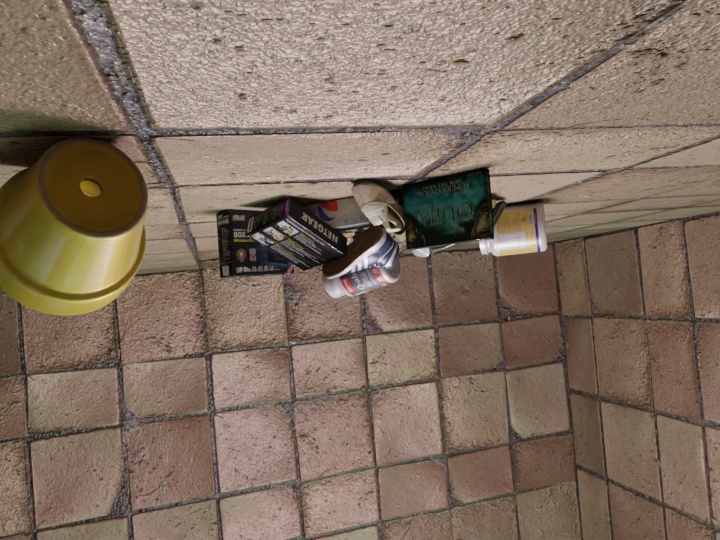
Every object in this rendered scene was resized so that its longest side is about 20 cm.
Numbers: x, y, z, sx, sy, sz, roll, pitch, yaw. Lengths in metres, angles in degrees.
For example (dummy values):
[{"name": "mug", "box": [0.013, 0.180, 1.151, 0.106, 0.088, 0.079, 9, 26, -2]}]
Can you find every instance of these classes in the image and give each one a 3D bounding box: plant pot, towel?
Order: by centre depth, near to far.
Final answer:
[{"name": "plant pot", "box": [-0.366, -0.067, 0.731, 0.196, 0.208, 0.187, -3, 161, -41]}, {"name": "towel", "box": [0.295, -0.127, 1.554, 0.196, 0.035, 0.193, -21, -163, 36]}]

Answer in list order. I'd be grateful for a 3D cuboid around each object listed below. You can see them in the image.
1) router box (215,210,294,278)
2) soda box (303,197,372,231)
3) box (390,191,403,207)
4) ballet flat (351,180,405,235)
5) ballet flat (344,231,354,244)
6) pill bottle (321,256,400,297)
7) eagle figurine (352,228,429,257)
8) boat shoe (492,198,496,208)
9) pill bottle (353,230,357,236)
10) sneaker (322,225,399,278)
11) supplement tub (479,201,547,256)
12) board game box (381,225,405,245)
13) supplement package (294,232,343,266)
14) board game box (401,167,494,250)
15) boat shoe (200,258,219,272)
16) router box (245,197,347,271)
[{"name": "router box", "box": [-0.256, -0.064, 1.387, 0.061, 0.156, 0.196, -7, 178, 41]}, {"name": "soda box", "box": [-0.060, -0.129, 1.340, 0.193, 0.066, 0.068, -6, 176, 25]}, {"name": "box", "box": [0.115, -0.155, 1.361, 0.154, 0.045, 0.200, -6, 178, -10]}, {"name": "ballet flat", "box": [0.048, -0.122, 1.172, 0.066, 0.070, 0.198, -17, 157, 30]}, {"name": "ballet flat", "box": [-0.020, -0.111, 1.941, 0.193, 0.066, 0.068, -6, 177, 21]}, {"name": "pill bottle", "box": [0.000, 0.000, 1.490, 0.195, 0.120, 0.115, -20, 170, 31]}, {"name": "eagle figurine", "box": [0.088, -0.099, 1.544, 0.195, 0.157, 0.150, -22, -148, -24]}, {"name": "boat shoe", "box": [0.274, -0.153, 1.508, 0.195, 0.068, 0.071, -7, 177, 37]}, {"name": "pill bottle", "box": [0.030, -0.101, 1.762, 0.100, 0.109, 0.200, -5, 178, 2]}, {"name": "sneaker", "box": [0.005, -0.026, 1.362, 0.197, 0.072, 0.107, -32, 143, 26]}, {"name": "supplement tub", "box": [0.459, -0.123, 1.702, 0.193, 0.152, 0.145, -6, 178, 20]}, {"name": "board game box", "box": [0.138, -0.101, 1.362, 0.193, 0.033, 0.120, -6, 154, 25]}, {"name": "supplement package", "box": [-0.156, -0.081, 1.593, 0.195, 0.126, 0.118, -6, 178, 37]}, {"name": "board game box", "box": [0.176, -0.121, 1.156, 0.195, 0.141, 0.028, -7, 177, 37]}, {"name": "boat shoe", "box": [-0.691, -0.021, 2.685, 0.195, 0.065, 0.072, -6, 178, 38]}, {"name": "router box", "box": [-0.145, -0.078, 1.307, 0.146, 0.053, 0.198, -17, 144, 36]}]
